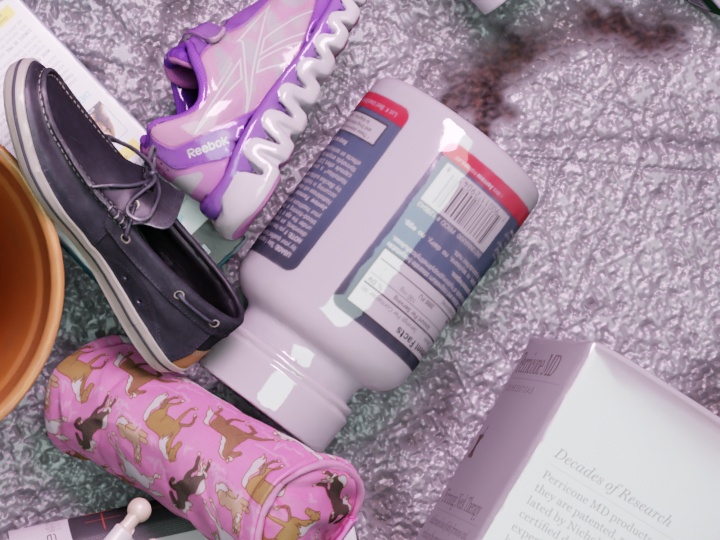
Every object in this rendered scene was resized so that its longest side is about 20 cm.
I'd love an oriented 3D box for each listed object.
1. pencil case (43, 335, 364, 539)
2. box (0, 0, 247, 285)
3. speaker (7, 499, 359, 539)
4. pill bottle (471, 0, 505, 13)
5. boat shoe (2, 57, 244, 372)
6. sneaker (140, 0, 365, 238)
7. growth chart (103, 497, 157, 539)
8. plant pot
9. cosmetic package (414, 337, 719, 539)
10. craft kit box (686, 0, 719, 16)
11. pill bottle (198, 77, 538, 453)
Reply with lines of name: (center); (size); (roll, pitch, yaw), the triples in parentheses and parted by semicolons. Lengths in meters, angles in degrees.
pencil case: (-0.092, 0.104, 1.478); (0.083, 0.200, 0.087); (-28, 130, -37)
box: (-0.164, -0.062, 1.536); (0.082, 0.049, 0.200); (-44, 96, -6)
speaker: (-0.103, 0.171, 1.531); (0.200, 0.081, 0.081); (-11, 92, -7)
pill bottle: (0.041, -0.253, 1.533); (0.113, 0.113, 0.200); (-41, 96, -6)
boat shoe: (-0.129, -0.035, 1.441); (0.062, 0.075, 0.200); (-23, 111, 20)
sneaker: (-0.062, -0.121, 1.509); (0.088, 0.080, 0.200); (28, 68, -4)
growth chart: (-0.129, 0.241, 1.469); (0.145, 0.018, 0.200); (-46, 132, -23)
plant pot: (-0.267, 0.006, 1.477); (0.200, 0.140, 0.201); (0, 90, -7)
cosmetic package: (0.134, 0.165, 1.520); (0.166, 0.167, 0.200); (31, 85, -6)
craft kit box: (0.214, -0.276, 1.529); (0.200, 0.048, 0.198); (35, 87, -48)
pill bottle: (0.000, 0.000, 1.525); (0.120, 0.120, 0.200); (38, 85, -6)
